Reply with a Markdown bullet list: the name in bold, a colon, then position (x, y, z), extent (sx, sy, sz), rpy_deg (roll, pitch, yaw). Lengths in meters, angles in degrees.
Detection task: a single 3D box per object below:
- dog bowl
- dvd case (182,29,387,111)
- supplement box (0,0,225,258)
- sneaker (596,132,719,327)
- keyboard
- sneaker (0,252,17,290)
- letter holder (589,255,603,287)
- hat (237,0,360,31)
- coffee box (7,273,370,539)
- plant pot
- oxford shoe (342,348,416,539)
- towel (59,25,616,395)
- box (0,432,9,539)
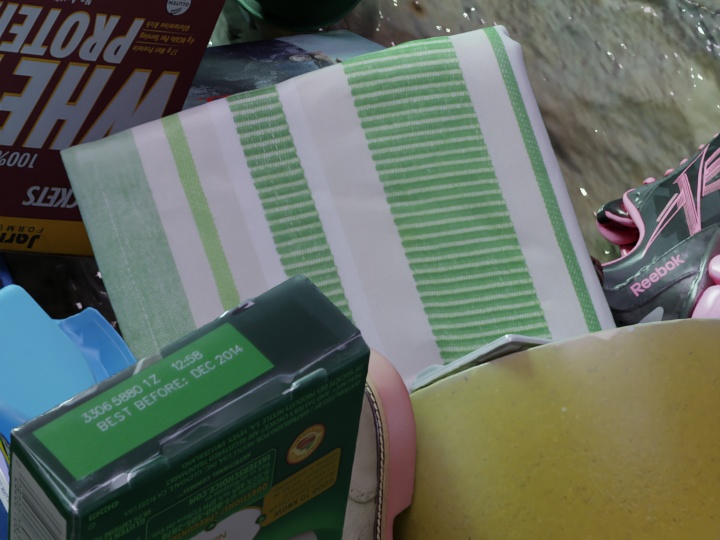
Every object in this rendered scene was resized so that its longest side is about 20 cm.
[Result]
- **dog bowl**: position (-0.172, 0.020, 1.119), extent (0.200, 0.050, 0.111), rpy_deg (47, 30, 4)
- **dvd case**: position (-0.025, -0.079, 1.343), extent (0.145, 0.022, 0.200), rpy_deg (-9, 21, -25)
- **supplement box**: position (-0.168, -0.143, 1.254), extent (0.132, 0.198, 0.200), rpy_deg (3, 34, -35)
- **sneaker**: position (0.167, -0.032, 1.377), extent (0.095, 0.079, 0.200), rpy_deg (14, 46, 19)
- **keyboard**: position (0.104, 0.046, 1.179), extent (0.199, 0.056, 0.011), rpy_deg (8, 67, -48)
- **sneaker**: position (-0.205, -0.020, 1.292), extent (0.066, 0.079, 0.200), rpy_deg (-20, 46, -22)
- **letter holder**: position (0.000, 0.000, 1.269), extent (0.199, 0.143, 0.101), rpy_deg (2, 48, -6)
- **hat**: position (-0.099, -0.183, 1.382), extent (0.175, 0.201, 0.165), rpy_deg (-13, 25, -40)
- **coffee box**: position (-0.063, 0.103, 0.956), extent (0.123, 0.201, 0.044), rpy_deg (-29, 57, -28)
- **plant pot**: position (0.104, 0.122, 1.164), extent (0.199, 0.200, 0.143), rpy_deg (-9, 70, -16)
- **oxford shoe**: position (-0.023, 0.132, 1.122), extent (0.074, 0.201, 0.071), rpy_deg (-15, 18, -43)
- **towel**: position (-0.008, -0.008, 1.174), extent (0.199, 0.023, 0.153), rpy_deg (-18, 88, -7)
- **box**: position (-0.199, 0.129, 0.975), extent (0.199, 0.064, 0.070), rpy_deg (-29, 68, -4)
